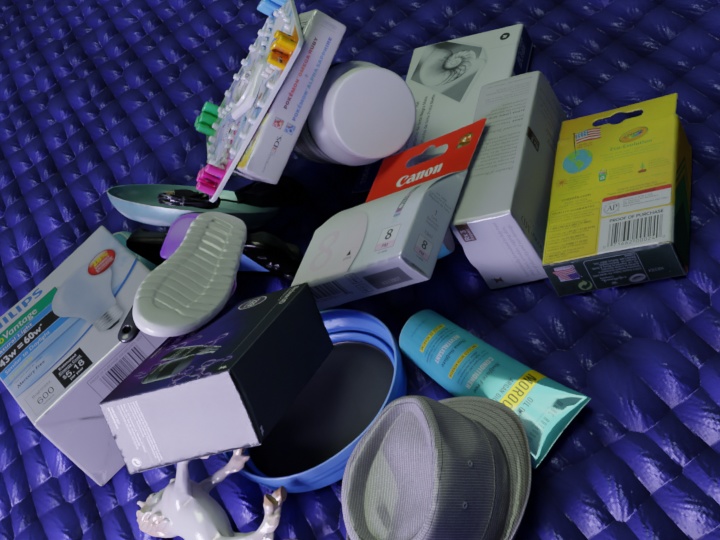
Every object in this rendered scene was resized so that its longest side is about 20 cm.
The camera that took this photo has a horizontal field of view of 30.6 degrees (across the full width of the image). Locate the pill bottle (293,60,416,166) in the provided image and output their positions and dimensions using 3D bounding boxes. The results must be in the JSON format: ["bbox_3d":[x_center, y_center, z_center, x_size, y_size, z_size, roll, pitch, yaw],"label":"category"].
[{"bbox_3d":[-0.016,-0.174,1.457,0.114,0.114,0.200,-44,17,-10],"label":"pill bottle"}]

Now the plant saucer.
[{"bbox_3d":[-0.192,-0.071,1.512,0.200,0.199,0.028,16,104,45],"label":"plant saucer"}]

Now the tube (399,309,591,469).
[{"bbox_3d":[0.114,0.100,1.187,0.078,0.050,0.200,-53,46,-4],"label":"tube"}]

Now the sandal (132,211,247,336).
[{"bbox_3d":[-0.160,0.013,1.306,0.082,0.050,0.203,17,38,10],"label":"sandal"}]

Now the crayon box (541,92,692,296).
[{"bbox_3d":[0.248,-0.074,1.255,0.126,0.051,0.201,-11,45,28],"label":"crayon box"}]

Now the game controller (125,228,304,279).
[{"bbox_3d":[-0.159,-0.018,1.445,0.199,0.104,0.042,2,81,28],"label":"game controller"}]

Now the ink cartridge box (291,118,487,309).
[{"bbox_3d":[0.028,-0.065,1.290,0.162,0.057,0.201,-17,46,47],"label":"ink cartridge box"}]

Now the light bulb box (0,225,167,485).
[{"bbox_3d":[-0.281,0.087,1.426,0.198,0.125,0.200,-44,40,-10],"label":"light bulb box"}]

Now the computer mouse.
[{"bbox_3d":[-0.140,-0.090,1.477,0.058,0.199,0.034,17,106,43],"label":"computer mouse"}]

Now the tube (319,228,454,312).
[{"bbox_3d":[0.000,0.000,1.362,0.199,0.051,0.078,-27,20,19],"label":"tube"}]

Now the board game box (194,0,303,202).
[{"bbox_3d":[-0.127,-0.199,1.431,0.201,0.026,0.200,-58,21,21],"label":"board game box"}]

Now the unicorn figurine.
[{"bbox_3d":[-0.142,0.222,1.212,0.138,0.074,0.200,-53,45,15],"label":"unicorn figurine"}]

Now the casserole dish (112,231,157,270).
[{"bbox_3d":[-0.326,0.024,1.596,0.200,0.039,0.121,-41,38,-5],"label":"casserole dish"}]

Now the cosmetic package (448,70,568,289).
[{"bbox_3d":[0.154,-0.092,1.305,0.074,0.102,0.201,-12,45,29],"label":"cosmetic package"}]

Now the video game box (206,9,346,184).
[{"bbox_3d":[-0.096,-0.188,1.442,0.183,0.047,0.200,-64,19,-2],"label":"video game box"}]

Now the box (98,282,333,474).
[{"bbox_3d":[-0.127,0.096,1.216,0.140,0.079,0.200,-13,17,22],"label":"box"}]

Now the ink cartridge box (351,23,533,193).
[{"bbox_3d":[0.088,-0.185,1.499,0.199,0.041,0.200,-11,45,29],"label":"ink cartridge box"}]

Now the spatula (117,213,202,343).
[{"bbox_3d":[-0.201,0.006,1.340,0.056,0.021,0.200,5,38,19],"label":"spatula"}]

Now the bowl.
[{"bbox_3d":[-0.045,0.127,1.277,0.200,0.039,0.201,-21,41,19],"label":"bowl"}]

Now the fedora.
[{"bbox_3d":[0.047,0.176,1.092,0.176,0.090,0.201,-3,58,35],"label":"fedora"}]
